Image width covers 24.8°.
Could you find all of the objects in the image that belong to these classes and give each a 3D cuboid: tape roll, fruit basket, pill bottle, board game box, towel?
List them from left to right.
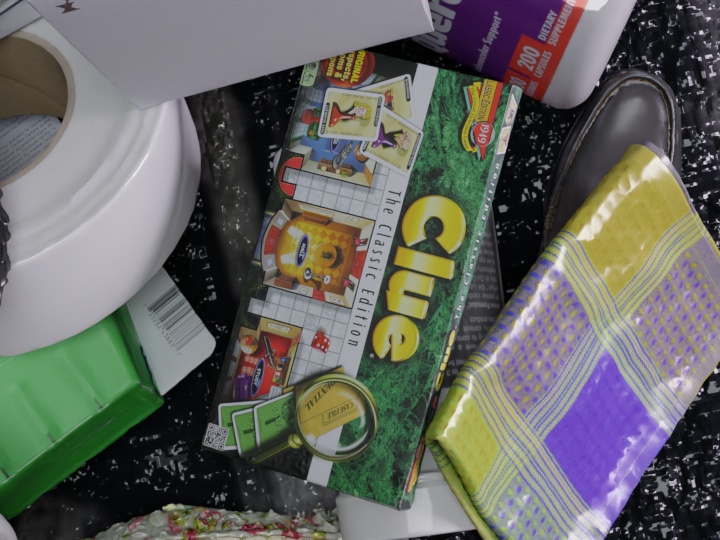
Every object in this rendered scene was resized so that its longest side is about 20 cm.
[{"bbox_3d":[-0.200,0.022,0.871,0.185,0.094,0.200,-37,67,-3],"label":"fruit basket"},{"bbox_3d":[-0.184,-0.058,0.821,0.201,0.071,0.204,-5,57,7],"label":"tape roll"},{"bbox_3d":[0.000,0.000,0.764,0.104,0.023,0.202,14,88,16],"label":"board game box"},{"bbox_3d":[0.020,0.032,0.824,0.110,0.111,0.202,-7,81,3],"label":"pill bottle"},{"bbox_3d":[0.045,-0.170,0.835,0.199,0.112,0.113,25,91,4],"label":"pill bottle"},{"bbox_3d":[0.117,0.049,0.802,0.200,0.023,0.144,-49,127,-23],"label":"towel"}]

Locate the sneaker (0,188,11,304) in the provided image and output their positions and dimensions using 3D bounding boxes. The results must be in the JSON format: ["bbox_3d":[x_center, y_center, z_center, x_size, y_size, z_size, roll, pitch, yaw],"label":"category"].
[{"bbox_3d":[-0.224,-0.051,0.727,0.079,0.074,0.201,-36,80,18],"label":"sneaker"}]

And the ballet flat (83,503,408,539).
[{"bbox_3d":[-0.070,0.159,0.861,0.198,0.064,0.076,-9,91,4],"label":"ballet flat"}]

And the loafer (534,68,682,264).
[{"bbox_3d":[0.124,-0.008,0.847,0.072,0.072,0.202,14,89,5],"label":"loafer"}]

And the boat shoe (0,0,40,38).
[{"bbox_3d":[-0.218,-0.126,0.789,0.199,0.066,0.072,-33,58,-12],"label":"boat shoe"}]

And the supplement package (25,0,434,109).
[{"bbox_3d":[-0.068,-0.202,0.718,0.151,0.151,0.202,-14,77,7],"label":"supplement package"}]

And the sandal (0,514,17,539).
[{"bbox_3d":[-0.210,0.198,0.854,0.082,0.050,0.204,-2,123,-30],"label":"sandal"}]
